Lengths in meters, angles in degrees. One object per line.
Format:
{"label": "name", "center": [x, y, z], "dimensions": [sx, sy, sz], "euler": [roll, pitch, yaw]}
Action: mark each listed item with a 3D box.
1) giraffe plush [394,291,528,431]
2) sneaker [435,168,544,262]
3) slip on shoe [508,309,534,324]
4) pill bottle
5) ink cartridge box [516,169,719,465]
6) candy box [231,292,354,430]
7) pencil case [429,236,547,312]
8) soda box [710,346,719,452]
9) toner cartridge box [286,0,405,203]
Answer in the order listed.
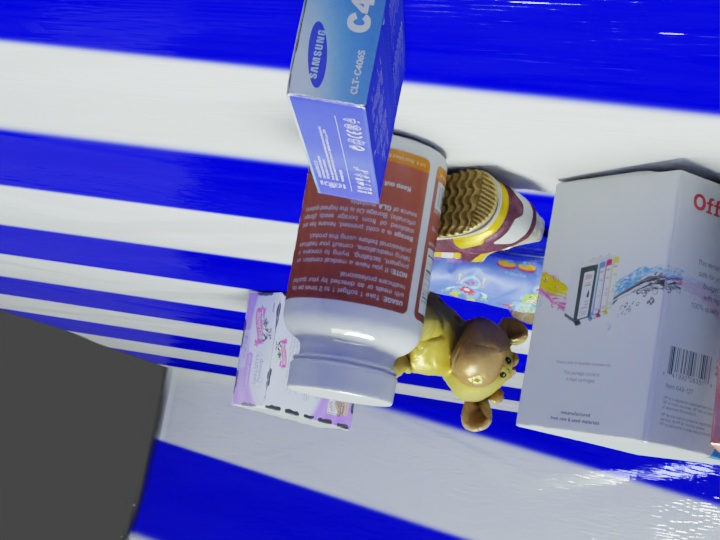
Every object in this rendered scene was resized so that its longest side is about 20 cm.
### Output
{"label": "giraffe plush", "center": [0.085, 0.079, 1.363], "dimensions": [0.161, 0.174, 0.200], "euler": [27, -171, 4]}
{"label": "sneaker", "center": [0.063, -0.036, 1.142], "dimensions": [0.090, 0.076, 0.199], "euler": [26, 163, -40]}
{"label": "slip on shoe", "center": [0.242, 0.060, 1.337], "dimensions": [0.198, 0.061, 0.076], "euler": [8, 166, 20]}
{"label": "pill bottle", "center": [0.000, 0.000, 1.042], "dimensions": [0.111, 0.202, 0.112], "euler": [10, 170, 2]}
{"label": "ink cartridge box", "center": [0.233, 0.039, 1.031], "dimensions": [0.146, 0.202, 0.144], "euler": [16, 170, -32]}
{"label": "candy box", "center": [-0.089, 0.136, 1.968], "dimensions": [0.071, 0.170, 0.199], "euler": [-1, 165, 40]}
{"label": "pencil case", "center": [0.114, -0.007, 1.246], "dimensions": [0.198, 0.079, 0.087], "euler": [10, 163, 0]}
{"label": "soda box", "center": [0.289, 0.031, 0.924], "dimensions": [0.068, 0.202, 0.064], "euler": [4, 169, 22]}
{"label": "toner cartridge box", "center": [-0.004, -0.109, 0.752], "dimensions": [0.043, 0.096, 0.200], "euler": [9, 169, 4]}
